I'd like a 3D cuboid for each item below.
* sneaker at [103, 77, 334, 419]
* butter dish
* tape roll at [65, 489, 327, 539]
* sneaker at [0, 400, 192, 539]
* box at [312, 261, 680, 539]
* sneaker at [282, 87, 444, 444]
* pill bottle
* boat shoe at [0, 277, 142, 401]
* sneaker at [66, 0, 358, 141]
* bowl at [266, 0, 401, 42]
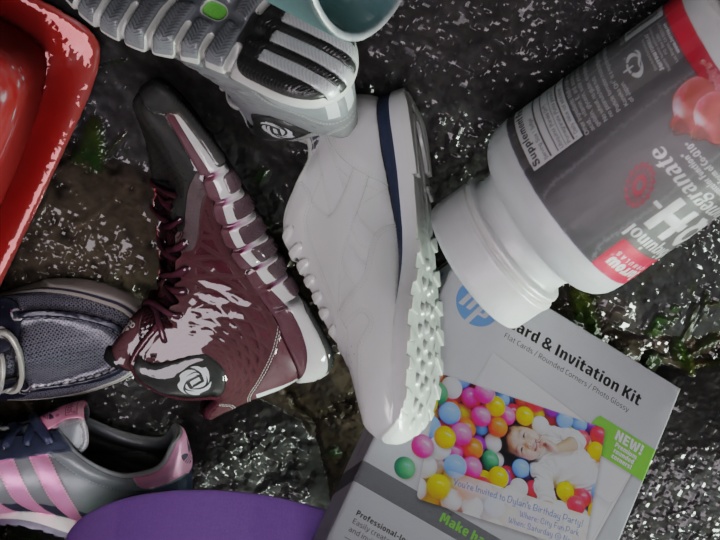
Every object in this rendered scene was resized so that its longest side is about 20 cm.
[{"bbox_3d":[-0.104,0.001,1.621,0.115,0.076,0.200,-30,111,-3],"label":"sneaker"},{"bbox_3d":[-0.260,-0.075,1.551,0.199,0.148,0.200,25,94,-8],"label":"butter dish"},{"bbox_3d":[-0.075,0.197,1.672,0.199,0.066,0.200,4,149,2],"label":"tape roll"},{"bbox_3d":[-0.193,0.104,1.691,0.199,0.070,0.082,10,118,-11],"label":"sneaker"},{"bbox_3d":[0.074,0.115,1.626,0.156,0.200,0.041,31,153,-11],"label":"box"},{"bbox_3d":[0.000,0.000,1.592,0.080,0.076,0.201,-6,69,9],"label":"sneaker"},{"bbox_3d":[0.139,-0.057,1.578,0.200,0.111,0.111,-36,108,17],"label":"pill bottle"},{"bbox_3d":[-0.218,0.056,1.655,0.199,0.093,0.075,-5,114,5],"label":"boat shoe"},{"bbox_3d":[-0.084,-0.123,1.581,0.200,0.116,0.075,32,75,20],"label":"sneaker"},{"bbox_3d":[-0.037,-0.222,1.483,0.105,0.201,0.202,10,116,19],"label":"bowl"}]
